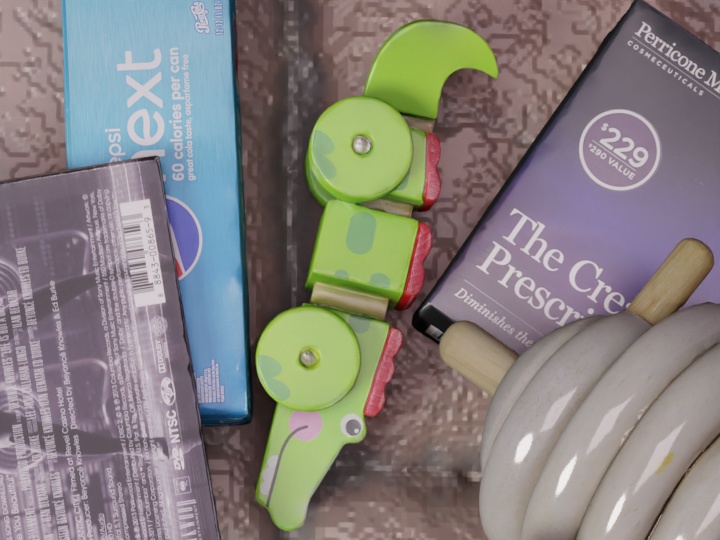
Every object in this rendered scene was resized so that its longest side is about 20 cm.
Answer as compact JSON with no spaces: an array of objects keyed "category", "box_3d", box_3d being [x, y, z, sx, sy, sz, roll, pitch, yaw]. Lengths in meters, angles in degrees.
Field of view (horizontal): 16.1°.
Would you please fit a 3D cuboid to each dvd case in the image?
[{"category":"dvd case","box_3d":[-0.157,0.049,0.896,0.199,0.016,0.149,-10,84,-2]}]

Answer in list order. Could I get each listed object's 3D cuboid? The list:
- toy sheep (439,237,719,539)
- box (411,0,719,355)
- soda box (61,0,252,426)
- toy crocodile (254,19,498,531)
[{"category":"toy sheep","box_3d":[0.108,0.070,0.846,0.200,0.138,0.138,32,83,32]},{"category":"box","box_3d":[0.141,0.016,0.950,0.200,0.079,0.141,35,81,1]},{"category":"soda box","box_3d":[-0.076,-0.042,0.948,0.064,0.068,0.201,-2,84,-1]},{"category":"toy crocodile","box_3d":[0.000,0.000,0.948,0.062,0.068,0.201,15,83,-2]}]
